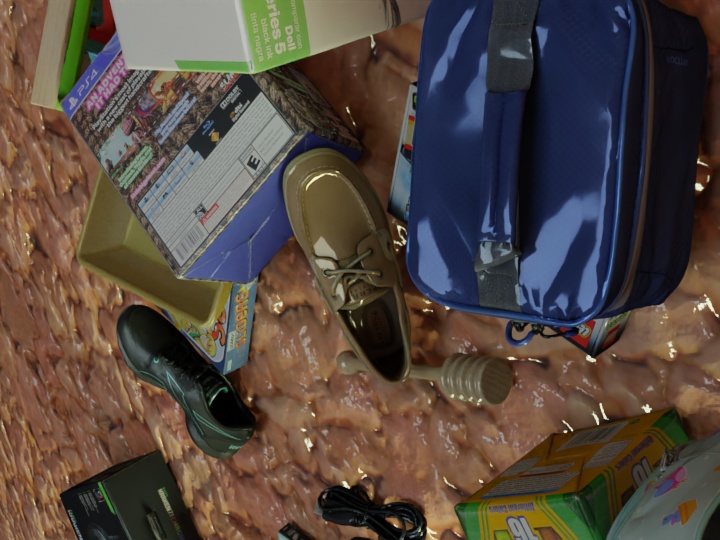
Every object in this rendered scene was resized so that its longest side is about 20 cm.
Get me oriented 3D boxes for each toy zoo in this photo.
[{"bbox_3d":[-0.239,-0.207,0.877,0.020,0.200,0.133,13,97,4],"label":"toy zoo"}]

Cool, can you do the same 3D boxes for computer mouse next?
[{"bbox_3d":[0.008,0.316,0.918,0.137,0.052,0.203,3,102,45],"label":"computer mouse"}]

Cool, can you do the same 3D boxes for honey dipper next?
[{"bbox_3d":[0.041,0.084,0.797,0.199,0.038,0.039,0,109,51],"label":"honey dipper"}]

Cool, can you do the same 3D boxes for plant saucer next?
[{"bbox_3d":[-0.165,-0.071,0.891,0.198,0.048,0.203,22,97,34],"label":"plant saucer"}]

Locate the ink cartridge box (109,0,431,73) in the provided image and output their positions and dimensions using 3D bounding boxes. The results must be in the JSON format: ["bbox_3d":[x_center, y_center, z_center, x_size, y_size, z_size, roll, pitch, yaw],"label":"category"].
[{"bbox_3d":[-0.044,-0.194,0.623,0.144,0.199,0.085,13,121,45],"label":"ink cartridge box"}]

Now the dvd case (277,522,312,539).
[{"bbox_3d":[-0.015,0.378,1.026,0.199,0.022,0.148,22,125,40],"label":"dvd case"}]

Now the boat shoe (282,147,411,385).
[{"bbox_3d":[0.000,0.000,0.730,0.065,0.070,0.201,-110,-5,-57],"label":"boat shoe"}]

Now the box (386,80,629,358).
[{"bbox_3d":[0.105,-0.042,0.657,0.199,0.034,0.111,37,134,32],"label":"box"}]

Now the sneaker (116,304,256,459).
[{"bbox_3d":[-0.184,0.111,1.040,0.201,0.075,0.079,50,141,-5],"label":"sneaker"}]

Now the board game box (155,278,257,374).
[{"bbox_3d":[-0.159,-0.010,0.985,0.135,0.034,0.202,38,134,31],"label":"board game box"}]

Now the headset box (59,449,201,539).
[{"bbox_3d":[-0.304,0.351,1.295,0.199,0.092,0.176,-25,90,51],"label":"headset box"}]

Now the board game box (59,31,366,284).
[{"bbox_3d":[-0.123,-0.117,0.778,0.159,0.097,0.201,-45,68,18],"label":"board game box"}]

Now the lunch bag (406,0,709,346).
[{"bbox_3d":[0.102,-0.058,0.530,0.135,0.131,0.203,7,97,39],"label":"lunch bag"}]

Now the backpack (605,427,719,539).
[{"bbox_3d":[0.217,0.172,0.503,0.153,0.199,0.178,-30,87,52],"label":"backpack"}]

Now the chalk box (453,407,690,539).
[{"bbox_3d":[0.175,0.217,0.636,0.124,0.123,0.202,-26,88,52],"label":"chalk box"}]
